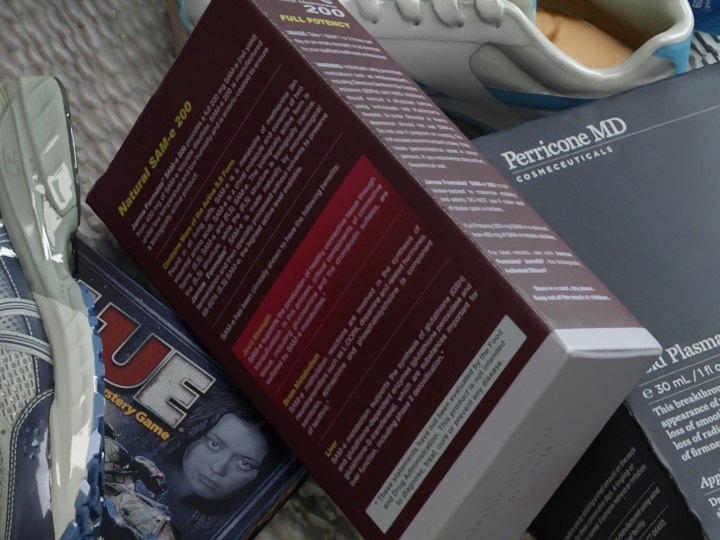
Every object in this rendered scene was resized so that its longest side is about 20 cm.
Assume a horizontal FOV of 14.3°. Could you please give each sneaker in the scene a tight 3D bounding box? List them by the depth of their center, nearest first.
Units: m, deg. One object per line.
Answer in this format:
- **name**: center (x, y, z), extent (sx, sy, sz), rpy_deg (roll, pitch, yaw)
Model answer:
- **sneaker**: center (-0.131, 0.025, 0.958), extent (0.085, 0.077, 0.200), rpy_deg (-6, 52, -9)
- **sneaker**: center (0.029, -0.102, 1.092), extent (0.199, 0.081, 0.077), rpy_deg (11, 58, -10)

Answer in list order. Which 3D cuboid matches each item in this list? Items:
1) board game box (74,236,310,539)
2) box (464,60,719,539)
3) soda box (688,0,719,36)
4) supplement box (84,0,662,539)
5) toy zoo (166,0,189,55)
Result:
- **board game box**: center (-0.130, 0.046, 1.001), extent (0.200, 0.035, 0.136), rpy_deg (38, 55, 8)
- **box**: center (0.148, 0.025, 1.059), extent (0.200, 0.104, 0.182), rpy_deg (-17, 66, -26)
- **soda box**: center (0.084, -0.156, 1.154), extent (0.199, 0.064, 0.068), rpy_deg (13, 55, -9)
- **supplement box**: center (0.000, 0.000, 1.000), extent (0.061, 0.109, 0.200), rpy_deg (0, 42, -52)
- **toy zoo**: center (0.017, -0.124, 1.165), extent (0.199, 0.020, 0.132), rpy_deg (-1, 59, -18)
